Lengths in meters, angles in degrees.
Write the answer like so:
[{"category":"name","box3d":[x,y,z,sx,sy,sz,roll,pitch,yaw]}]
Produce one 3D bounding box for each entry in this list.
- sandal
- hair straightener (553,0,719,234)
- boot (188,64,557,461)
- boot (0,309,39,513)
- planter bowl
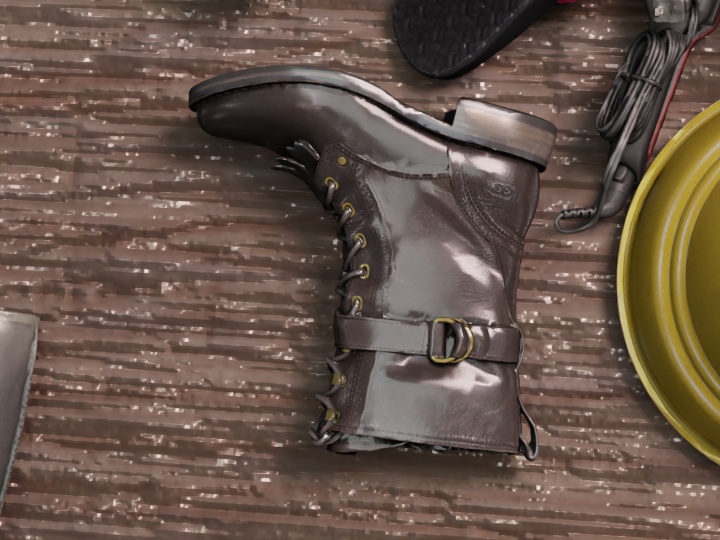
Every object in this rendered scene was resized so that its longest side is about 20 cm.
[{"category":"sandal","box3d":[0.098,-0.159,0.797,0.199,0.045,0.076,-33,71,35]},{"category":"hair straightener","box3d":[0.136,-0.110,0.795,0.041,0.077,0.202,26,92,21]},{"category":"boot","box3d":[0.000,0.000,0.808,0.197,0.069,0.176,11,87,6]},{"category":"boot","box3d":[-0.253,0.112,0.831,0.179,0.073,0.203,2,93,-7]},{"category":"planter bowl","box3d":[0.220,0.004,0.767,0.198,0.083,0.203,0,87,3]}]
